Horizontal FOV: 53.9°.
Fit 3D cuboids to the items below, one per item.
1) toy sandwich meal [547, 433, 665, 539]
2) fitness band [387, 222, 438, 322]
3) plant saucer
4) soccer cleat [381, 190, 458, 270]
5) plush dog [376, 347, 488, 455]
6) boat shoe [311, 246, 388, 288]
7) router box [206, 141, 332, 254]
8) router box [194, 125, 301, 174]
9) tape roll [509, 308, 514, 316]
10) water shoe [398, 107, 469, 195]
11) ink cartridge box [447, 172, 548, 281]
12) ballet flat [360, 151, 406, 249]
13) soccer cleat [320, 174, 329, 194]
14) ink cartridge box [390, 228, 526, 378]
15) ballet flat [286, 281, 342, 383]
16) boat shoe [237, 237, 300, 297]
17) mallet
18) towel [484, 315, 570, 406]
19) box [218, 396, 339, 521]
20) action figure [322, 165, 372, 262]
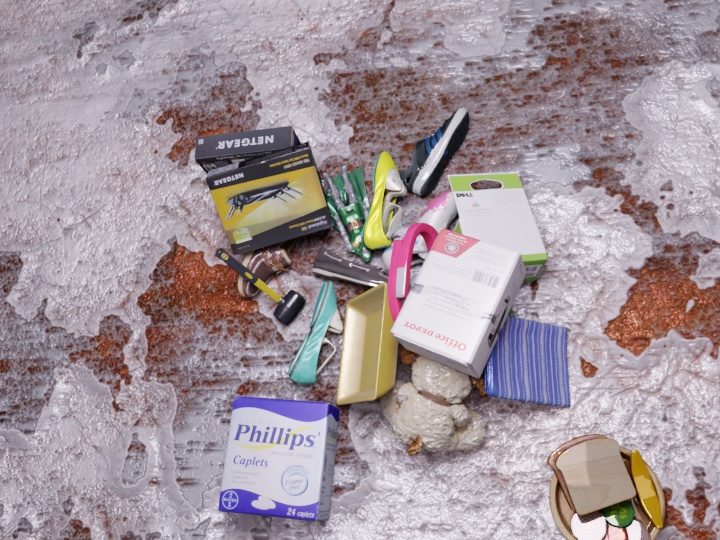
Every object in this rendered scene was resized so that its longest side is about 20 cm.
[{"bbox_3d":[0.402,0.369,1.160,0.204,0.070,0.207,-3,73,11],"label":"toy sandwich meal"},{"bbox_3d":[0.102,0.016,1.245,0.037,0.143,0.201,-3,70,35],"label":"fitness band"},{"bbox_3d":[0.019,0.139,1.269,0.048,0.200,0.202,11,74,-18],"label":"plant saucer"},{"bbox_3d":[0.131,-0.063,1.348,0.200,0.070,0.086,-43,53,5],"label":"soccer cleat"},{"bbox_3d":[0.125,0.213,1.201,0.199,0.160,0.173,19,100,17],"label":"plush dog"},{"bbox_3d":[0.000,0.000,1.360,0.199,0.067,0.057,14,83,19],"label":"boat shoe"},{"bbox_3d":[-0.167,-0.134,1.325,0.199,0.052,0.158,-17,114,2],"label":"router box"},{"bbox_3d":[-0.210,-0.217,1.422,0.198,0.157,0.053,-4,68,10],"label":"router box"},{"bbox_3d":[0.183,0.109,1.298,0.199,0.048,0.202,-4,72,11],"label":"tape roll"},{"bbox_3d":[0.142,-0.247,1.404,0.079,0.072,0.201,28,80,24],"label":"water shoe"},{"bbox_3d":[0.243,-0.080,1.309,0.147,0.076,0.201,-4,58,-10],"label":"ink cartridge box"},{"bbox_3d":[0.054,-0.134,1.363,0.067,0.067,0.201,3,72,33],"label":"ballet flat"},{"bbox_3d":[-0.154,-0.159,1.427,0.198,0.073,0.069,-8,88,13],"label":"soccer cleat"},{"bbox_3d":[0.161,0.052,1.151,0.146,0.083,0.201,20,74,29],"label":"ink cartridge box"},{"bbox_3d":[-0.073,0.123,1.348,0.070,0.067,0.201,23,78,-7],"label":"ballet flat"},{"bbox_3d":[-0.168,-0.030,1.400,0.072,0.072,0.201,23,73,29],"label":"boat shoe"},{"bbox_3d":[-0.187,0.017,1.354,0.066,0.041,0.200,-45,110,-8],"label":"mallet"},{"bbox_3d":[0.286,0.151,1.208,0.199,0.024,0.146,13,69,-31],"label":"towel"},{"bbox_3d":[-0.142,0.335,1.268,0.182,0.105,0.202,2,73,12],"label":"box"},{"bbox_3d":[-0.017,-0.107,1.407,0.117,0.055,0.201,-22,74,1],"label":"action figure"}]
